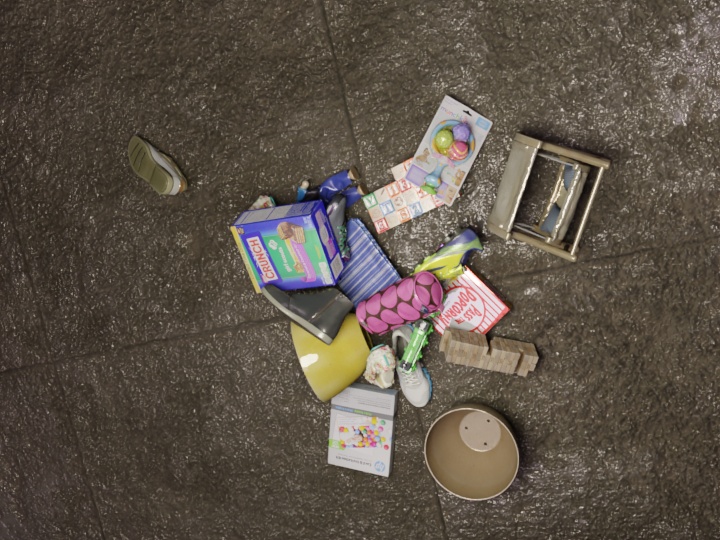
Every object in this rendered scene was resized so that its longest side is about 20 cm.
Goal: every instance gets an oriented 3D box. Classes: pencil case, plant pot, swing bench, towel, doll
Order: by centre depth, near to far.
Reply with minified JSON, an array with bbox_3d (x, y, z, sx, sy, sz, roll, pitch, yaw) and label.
[{"bbox_3d":[0.365,-0.150,1.421,0.198,0.130,0.201,19,106,15],"label":"swing bench"},{"bbox_3d":[0.082,0.075,1.494,0.094,0.091,0.199,44,142,-17],"label":"pencil case"},{"bbox_3d":[0.249,0.371,1.553,0.198,0.134,0.203,4,102,18],"label":"plant pot"},{"bbox_3d":[-0.050,0.172,1.599,0.141,0.200,0.202,-22,93,7],"label":"plant pot"},{"bbox_3d":[0.000,0.000,1.603,0.145,0.024,0.201,-44,75,30],"label":"towel"},{"bbox_3d":[-0.081,-0.148,1.614,0.199,0.048,0.137,-27,100,21],"label":"doll"}]

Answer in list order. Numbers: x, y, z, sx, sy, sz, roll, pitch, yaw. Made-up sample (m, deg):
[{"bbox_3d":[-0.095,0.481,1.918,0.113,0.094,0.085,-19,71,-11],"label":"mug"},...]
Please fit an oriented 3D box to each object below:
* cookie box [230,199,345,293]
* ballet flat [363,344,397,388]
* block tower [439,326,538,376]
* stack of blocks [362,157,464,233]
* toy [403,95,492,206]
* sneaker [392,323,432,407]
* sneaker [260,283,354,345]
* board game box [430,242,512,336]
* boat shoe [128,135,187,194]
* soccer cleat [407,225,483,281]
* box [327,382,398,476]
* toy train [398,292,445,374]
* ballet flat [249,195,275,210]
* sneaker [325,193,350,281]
[{"bbox_3d":[-0.155,-0.049,1.542,0.198,0.075,0.172,-6,118,25],"label":"cookie box"},{"bbox_3d":[0.046,0.222,1.566,0.075,0.200,0.064,-26,68,-7],"label":"ballet flat"},{"bbox_3d":[0.269,0.172,1.514,0.198,0.058,0.054,12,116,-5],"label":"block tower"},{"bbox_3d":[0.108,-0.173,1.541,0.199,0.059,0.116,-24,92,21],"label":"stack of blocks"},{"bbox_3d":[0.183,-0.247,1.455,0.114,0.047,0.201,28,85,-6],"label":"toy"},{"bbox_3d":[0.104,0.216,1.601,0.074,0.087,0.202,-15,96,18],"label":"sneaker"},{"bbox_3d":[-0.112,0.064,1.525,0.199,0.075,0.107,33,78,19],"label":"sneaker"},{"bbox_3d":[0.205,0.060,1.558,0.200,0.046,0.152,44,110,7],"label":"board game box"},{"bbox_3d":[-0.489,-0.248,1.724,0.200,0.068,0.075,49,117,27],"label":"boat shoe"},{"bbox_3d":[0.171,-0.006,1.498,0.084,0.065,0.200,47,111,2],"label":"soccer cleat"},{"bbox_3d":[0.005,0.369,1.686,0.154,0.041,0.202,8,104,17],"label":"box"},{"bbox_3d":[0.129,0.128,1.521,0.041,0.056,0.202,23,92,13],"label":"toy train"},{"bbox_3d":[-0.192,-0.074,1.640,0.064,0.076,0.201,-30,91,-21],"label":"ballet flat"},{"bbox_3d":[-0.046,-0.073,1.573,0.087,0.074,0.201,29,128,12],"label":"sneaker"}]
